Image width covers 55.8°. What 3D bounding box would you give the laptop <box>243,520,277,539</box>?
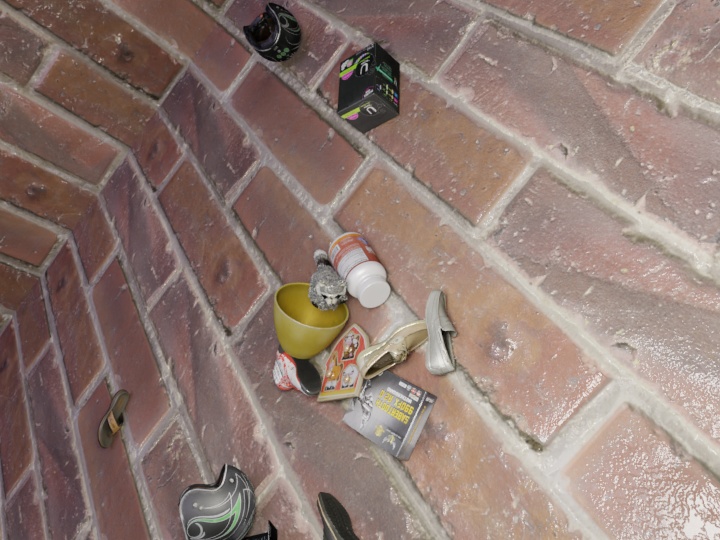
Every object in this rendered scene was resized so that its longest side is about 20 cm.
[{"bbox_3d":[-0.253,0.712,1.625,0.199,0.103,0.179,-25,52,32],"label":"laptop"}]

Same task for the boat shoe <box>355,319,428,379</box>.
[{"bbox_3d":[0.084,0.187,1.585,0.199,0.072,0.065,-29,37,1],"label":"boat shoe"}]

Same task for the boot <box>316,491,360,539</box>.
[{"bbox_3d":[-0.078,0.620,1.535,0.139,0.077,0.200,-52,42,16],"label":"boot"}]

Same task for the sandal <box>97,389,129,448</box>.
[{"bbox_3d":[-0.835,0.509,2.324,0.054,0.082,0.201,13,69,24],"label":"sandal"}]

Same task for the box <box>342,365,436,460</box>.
[{"bbox_3d":[0.064,0.321,1.576,0.199,0.048,0.159,22,83,48],"label":"box"}]

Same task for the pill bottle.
[{"bbox_3d":[0.000,0.000,1.766,0.112,0.112,0.201,-46,45,15],"label":"pill bottle"}]

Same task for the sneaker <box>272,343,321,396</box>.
[{"bbox_3d":[-0.169,0.287,1.794,0.202,0.067,0.109,49,130,42],"label":"sneaker"}]

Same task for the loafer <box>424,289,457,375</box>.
[{"bbox_3d":[0.188,0.138,1.550,0.069,0.070,0.202,-12,66,30],"label":"loafer"}]

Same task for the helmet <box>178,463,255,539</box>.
[{"bbox_3d":[-0.358,0.602,1.722,0.200,0.189,0.202,167,90,-72],"label":"helmet"}]

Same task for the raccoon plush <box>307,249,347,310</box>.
[{"bbox_3d":[-0.094,0.008,1.726,0.096,0.134,0.201,-18,63,-17],"label":"raccoon plush"}]

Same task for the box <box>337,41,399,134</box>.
[{"bbox_3d":[0.025,-0.542,2.026,0.148,0.124,0.202,-19,57,37],"label":"box"}]

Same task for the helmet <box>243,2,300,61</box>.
[{"bbox_3d":[-0.309,-0.856,2.457,0.198,0.190,0.202,3,98,22],"label":"helmet"}]

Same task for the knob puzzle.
[{"bbox_3d":[-0.042,0.225,1.710,0.219,0.030,0.221,-41,34,35],"label":"knob puzzle"}]

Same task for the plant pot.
[{"bbox_3d":[-0.145,0.147,1.788,0.200,0.198,0.143,52,132,45],"label":"plant pot"}]
